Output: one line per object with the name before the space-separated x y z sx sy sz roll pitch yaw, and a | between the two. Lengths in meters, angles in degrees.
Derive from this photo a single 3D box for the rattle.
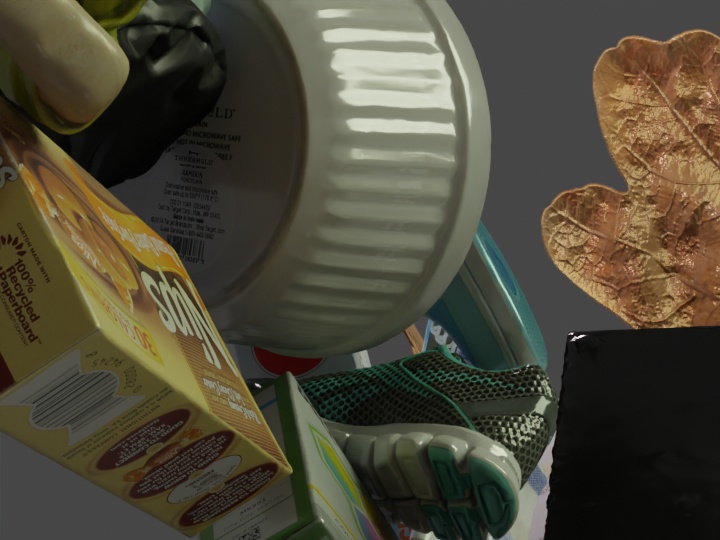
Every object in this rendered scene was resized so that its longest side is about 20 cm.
rattle | -0.129 -0.153 0.702 0.200 0.143 0.130 45 10 -7

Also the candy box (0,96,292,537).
candy box | -0.100 0.018 0.771 0.116 0.055 0.200 60 4 24

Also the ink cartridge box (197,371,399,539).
ink cartridge box | -0.025 0.116 0.942 0.104 0.059 0.200 58 5 -21

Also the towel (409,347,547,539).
towel | 0.057 0.152 1.096 0.147 0.024 0.201 64 34 -49

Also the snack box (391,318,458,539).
snack box | 0.051 0.120 1.169 0.116 0.037 0.201 65 33 -56

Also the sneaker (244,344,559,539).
sneaker | 0.017 0.076 1.029 0.199 0.091 0.078 8 -47 43

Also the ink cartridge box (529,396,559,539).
ink cartridge box | 0.121 0.208 1.415 0.145 0.147 0.200 56 6 -41

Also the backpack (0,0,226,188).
backpack | -0.146 -0.146 0.894 0.201 0.126 0.167 57 7 15

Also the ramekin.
ramekin | -0.048 -0.058 0.982 0.105 0.200 0.201 -1 55 -51

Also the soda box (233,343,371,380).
soda box | -0.038 0.024 1.157 0.068 0.063 0.201 60 13 -62

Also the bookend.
bookend | 0.132 0.160 0.876 0.199 0.092 0.201 -74 159 -58

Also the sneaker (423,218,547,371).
sneaker | 0.000 0.000 1.086 0.200 0.130 0.080 57 7 18
